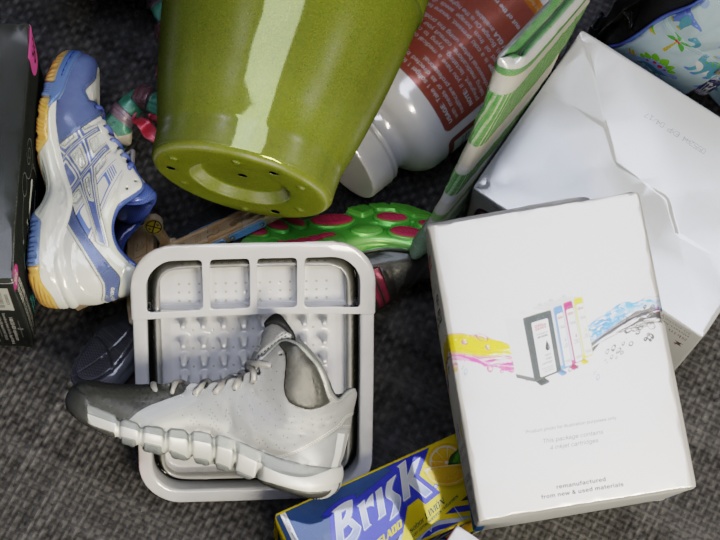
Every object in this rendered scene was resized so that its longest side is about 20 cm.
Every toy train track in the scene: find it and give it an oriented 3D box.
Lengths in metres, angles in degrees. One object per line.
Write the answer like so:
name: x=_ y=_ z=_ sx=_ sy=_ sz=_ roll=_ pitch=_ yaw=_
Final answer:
toy train track: x=-0.129 y=-0.027 z=1.461 sx=0.200 sy=0.033 sz=0.115 roll=-24 pitch=36 yaw=11

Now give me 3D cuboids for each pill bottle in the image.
pill bottle: x=0.053 y=-0.150 z=1.525 sx=0.200 sy=0.112 sz=0.112 roll=-41 pitch=78 yaw=-16

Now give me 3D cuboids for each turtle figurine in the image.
turtle figurine: x=-0.120 y=-0.136 z=1.518 sx=0.150 sy=0.101 sz=0.200 roll=8 pitch=60 yaw=-13

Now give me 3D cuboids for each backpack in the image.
backpack: x=0.302 y=-0.227 z=1.525 sx=0.147 sy=0.200 sz=0.183 roll=32 pitch=69 yaw=-14

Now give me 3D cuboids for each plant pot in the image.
plant pot: x=-0.062 y=-0.147 z=1.395 sx=0.200 sy=0.200 sz=0.193 roll=14 pitch=75 yaw=1

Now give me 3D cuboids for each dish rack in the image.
dish rack: x=-0.077 y=0.068 z=1.429 sx=0.172 sy=0.044 sz=0.200 roll=-2 pitch=110 yaw=-5

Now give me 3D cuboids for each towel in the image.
towel: x=0.101 y=-0.115 z=1.431 sx=0.023 sy=0.200 sz=0.153 roll=33 pitch=46 yaw=6

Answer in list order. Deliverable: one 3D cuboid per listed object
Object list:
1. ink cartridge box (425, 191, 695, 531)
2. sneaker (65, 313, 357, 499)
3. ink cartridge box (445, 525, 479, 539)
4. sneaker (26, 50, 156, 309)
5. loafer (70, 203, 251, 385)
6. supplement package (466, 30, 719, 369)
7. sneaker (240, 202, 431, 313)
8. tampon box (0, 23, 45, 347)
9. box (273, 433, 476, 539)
ink cartridge box: x=0.130 y=0.064 z=1.344 sx=0.145 sy=0.147 sz=0.200 roll=-9 pitch=80 yaw=0
sneaker: x=-0.096 y=0.078 z=1.380 sx=0.200 sy=0.075 sz=0.116 roll=17 pitch=92 yaw=-6
ink cartridge box: x=0.041 y=0.283 z=1.324 sx=0.084 sy=0.200 sz=0.176 roll=33 pitch=70 yaw=8
sneaker: x=-0.190 y=-0.067 z=1.447 sx=0.088 sy=0.075 sz=0.200 roll=-2 pitch=71 yaw=5
loafer: x=-0.135 y=0.030 z=1.483 sx=0.072 sy=0.063 sz=0.200 roll=15 pitch=58 yaw=47
supplement package: x=0.203 y=-0.050 z=1.498 sx=0.200 sy=0.111 sz=0.156 roll=33 pitch=76 yaw=8
sneaker: x=0.000 y=0.000 z=1.498 sx=0.200 sy=0.084 sz=0.077 roll=-4 pitch=31 yaw=-19
tampon box: x=-0.299 y=-0.062 z=1.448 sx=0.126 sy=0.150 sz=0.200 roll=2 pitch=71 yaw=-2
box: x=0.039 y=0.171 z=1.433 sx=0.200 sy=0.070 sz=0.064 roll=-24 pitch=73 yaw=-12
